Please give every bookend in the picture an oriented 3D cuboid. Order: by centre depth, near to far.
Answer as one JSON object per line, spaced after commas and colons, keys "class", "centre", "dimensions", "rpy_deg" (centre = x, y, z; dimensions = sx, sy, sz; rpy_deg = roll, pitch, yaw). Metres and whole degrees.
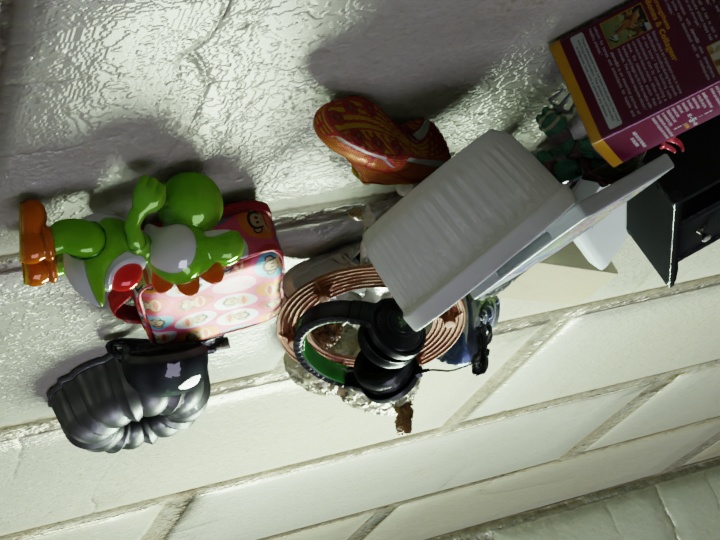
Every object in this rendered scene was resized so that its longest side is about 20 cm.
{"class": "bookend", "centre": [0.400, -0.104, 1.686], "dimensions": [0.198, 0.092, 0.200], "rpy_deg": [-28, 152, -7]}

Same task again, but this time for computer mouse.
{"class": "computer mouse", "centre": [-0.204, 0.102, 1.641], "dimensions": [0.138, 0.053, 0.200], "rpy_deg": [-7, -174, -7]}

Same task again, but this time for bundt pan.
{"class": "bundt pan", "centre": [-0.270, 0.160, 1.837], "dimensions": [0.201, 0.076, 0.202], "rpy_deg": [-17, 161, -6]}

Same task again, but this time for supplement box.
{"class": "supplement box", "centre": [0.289, -0.194, 1.396], "dimensions": [0.200, 0.111, 0.086], "rpy_deg": [-26, 160, 16]}

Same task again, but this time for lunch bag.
{"class": "lunch bag", "centre": [-0.166, 0.011, 1.533], "dimensions": [0.176, 0.082, 0.200], "rpy_deg": [-16, 161, -10]}

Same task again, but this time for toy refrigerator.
{"class": "toy refrigerator", "centre": [0.228, -0.010, 1.891], "dimensions": [0.076, 0.070, 0.200], "rpy_deg": [-40, 154, 29]}

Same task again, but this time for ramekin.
{"class": "ramekin", "centre": [0.096, -0.045, 1.448], "dimensions": [0.200, 0.105, 0.200], "rpy_deg": [-39, 179, 0]}

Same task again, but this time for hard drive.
{"class": "hard drive", "centre": [0.284, -0.082, 1.722], "dimensions": [0.132, 0.027, 0.200], "rpy_deg": [-55, 157, -1]}

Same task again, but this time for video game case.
{"class": "video game case", "centre": [0.207, -0.042, 1.528], "dimensions": [0.143, 0.018, 0.200], "rpy_deg": [-29, 173, -37]}

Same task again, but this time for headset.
{"class": "headset", "centre": [0.033, 0.073, 1.566], "dimensions": [0.199, 0.094, 0.124], "rpy_deg": [11, 142, 4]}

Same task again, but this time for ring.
{"class": "ring", "centre": [0.012, 0.060, 1.600], "dimensions": [0.200, 0.019, 0.201], "rpy_deg": [-3, 143, -2]}

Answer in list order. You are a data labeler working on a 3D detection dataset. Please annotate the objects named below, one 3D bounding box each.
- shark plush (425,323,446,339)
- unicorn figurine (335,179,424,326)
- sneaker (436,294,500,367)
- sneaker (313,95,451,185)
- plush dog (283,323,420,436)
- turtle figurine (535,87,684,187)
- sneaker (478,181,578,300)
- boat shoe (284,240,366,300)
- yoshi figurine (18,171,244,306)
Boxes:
{"class": "shark plush", "centre": [0.071, 0.044, 1.720], "dimensions": [0.083, 0.091, 0.200], "rpy_deg": [-59, 168, -21]}
{"class": "unicorn figurine", "centre": [0.032, -0.019, 1.583], "dimensions": [0.200, 0.074, 0.138], "rpy_deg": [-25, 134, -4]}
{"class": "sneaker", "centre": [0.124, 0.045, 1.748], "dimensions": [0.085, 0.200, 0.077], "rpy_deg": [20, 120, -14]}
{"class": "sneaker", "centre": [0.013, -0.107, 1.407], "dimensions": [0.077, 0.073, 0.200], "rpy_deg": [-33, 157, 23]}
{"class": "plush dog", "centre": [-0.012, 0.122, 1.923], "dimensions": [0.171, 0.161, 0.200], "rpy_deg": [10, 153, -6]}
{"class": "turtle figurine", "centre": [0.237, -0.131, 1.543], "dimensions": [0.149, 0.101, 0.200], "rpy_deg": [-6, 161, -36]}
{"class": "sneaker", "centre": [0.182, -0.059, 1.713], "dimensions": [0.200, 0.081, 0.074], "rpy_deg": [-38, 155, -8]}
{"class": "boat shoe", "centre": [0.000, 0.000, 1.687], "dimensions": [0.200, 0.072, 0.066], "rpy_deg": [-10, 154, -29]}
{"class": "yoshi figurine", "centre": [-0.206, -0.042, 1.379], "dimensions": [0.199, 0.112, 0.112], "rpy_deg": [-1, 116, -11]}
